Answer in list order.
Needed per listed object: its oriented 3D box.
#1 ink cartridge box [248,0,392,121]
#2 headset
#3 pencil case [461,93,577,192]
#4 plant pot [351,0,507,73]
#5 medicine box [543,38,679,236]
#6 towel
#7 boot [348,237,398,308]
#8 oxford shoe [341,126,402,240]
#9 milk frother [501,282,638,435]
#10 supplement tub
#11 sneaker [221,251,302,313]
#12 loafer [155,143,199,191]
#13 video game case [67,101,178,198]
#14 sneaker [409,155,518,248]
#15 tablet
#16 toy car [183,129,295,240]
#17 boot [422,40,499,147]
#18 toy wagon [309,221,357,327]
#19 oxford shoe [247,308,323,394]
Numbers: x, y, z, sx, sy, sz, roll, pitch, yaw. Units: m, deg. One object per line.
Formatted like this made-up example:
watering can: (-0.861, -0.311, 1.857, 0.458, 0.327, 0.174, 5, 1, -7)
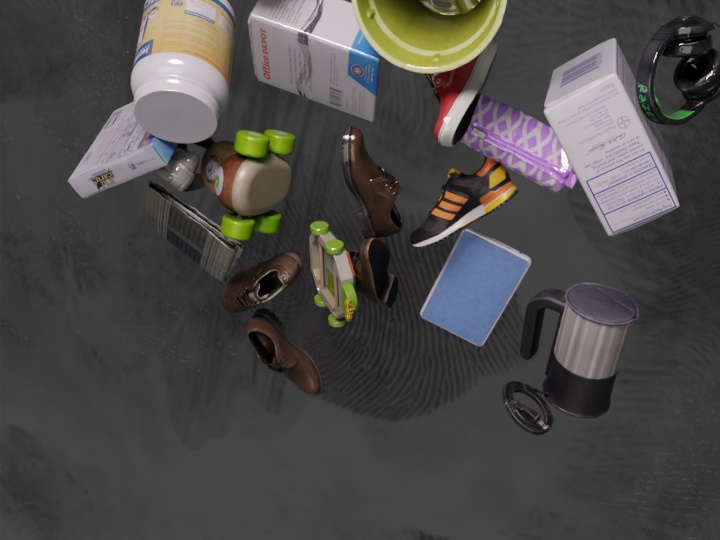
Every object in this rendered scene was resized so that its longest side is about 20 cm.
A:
ink cartridge box: (-0.054, -0.322, 1.115, 0.196, 0.085, 0.146, 21, 157, 6)
headset: (0.438, -0.274, 0.970, 0.200, 0.094, 0.124, -47, 123, -10)
pencil case: (0.231, -0.191, 1.128, 0.197, 0.086, 0.085, 26, 110, 2)
plant pot: (0.105, -0.385, 1.003, 0.196, 0.185, 0.204, 8, 120, 13)
medicine box: (0.343, -0.184, 1.037, 0.102, 0.183, 0.202, -23, 109, 28)
towel: (-0.299, -0.069, 1.354, 0.191, 0.035, 0.200, 38, 157, -3)
boot: (0.000, 0.000, 1.281, 0.095, 0.076, 0.201, 15, 156, 19)
oxford shoe: (0.024, -0.145, 1.226, 0.083, 0.073, 0.202, -8, 127, 19)
milk frother: (0.331, 0.144, 1.215, 0.177, 0.201, 0.192, 14, 122, 15)
supplement tub: (-0.263, -0.310, 1.135, 0.141, 0.204, 0.145, 1, 153, 0)
sneaker: (-0.195, 0.031, 1.398, 0.198, 0.076, 0.071, -32, 105, 30)
loafer: (-0.320, -0.193, 1.278, 0.070, 0.199, 0.070, -50, 132, -2)
video game case: (-0.361, -0.219, 1.239, 0.178, 0.202, 0.046, -17, 129, 26)
sneaker: (0.151, -0.113, 1.217, 0.198, 0.070, 0.091, -29, 91, 29)
tablet: (0.195, 0.031, 1.307, 0.128, 0.014, 0.202, 26, 124, 3)
toy car: (-0.227, -0.165, 1.267, 0.197, 0.157, 0.168, 21, 109, 23)
boot: (0.102, -0.268, 1.069, 0.142, 0.202, 0.073, 21, 148, 6)
toy wagon: (-0.042, 0.017, 1.282, 0.039, 0.200, 0.158, -14, 124, -19)
oxford shoe: (-0.150, 0.174, 1.459, 0.072, 0.085, 0.200, -36, 104, 29)
